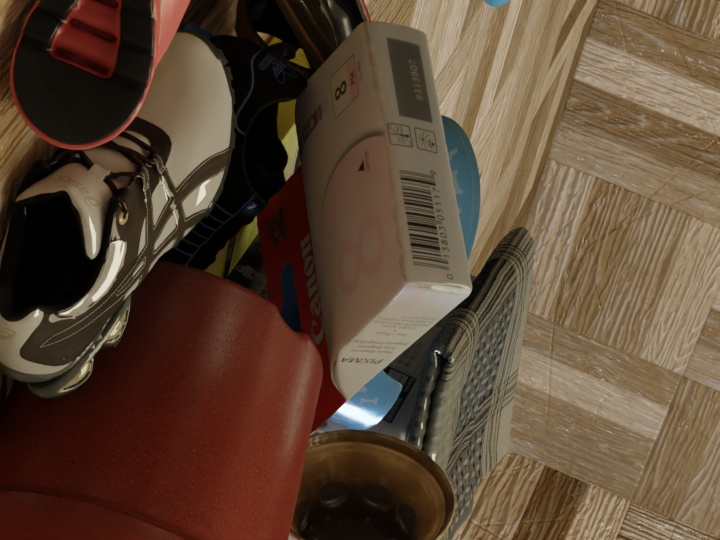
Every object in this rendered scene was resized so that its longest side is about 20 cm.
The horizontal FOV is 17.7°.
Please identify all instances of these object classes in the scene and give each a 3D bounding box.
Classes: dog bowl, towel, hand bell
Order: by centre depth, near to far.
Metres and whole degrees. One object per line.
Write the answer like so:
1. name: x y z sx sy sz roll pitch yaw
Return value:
1. hand bell: -0.009 0.200 1.321 0.104 0.104 0.201 -58 160 -51
2. dog bowl: 0.000 0.000 1.326 0.201 0.049 0.112 -64 -145 30
3. towel: 0.068 0.096 1.482 0.193 0.034 0.201 -51 154 -60

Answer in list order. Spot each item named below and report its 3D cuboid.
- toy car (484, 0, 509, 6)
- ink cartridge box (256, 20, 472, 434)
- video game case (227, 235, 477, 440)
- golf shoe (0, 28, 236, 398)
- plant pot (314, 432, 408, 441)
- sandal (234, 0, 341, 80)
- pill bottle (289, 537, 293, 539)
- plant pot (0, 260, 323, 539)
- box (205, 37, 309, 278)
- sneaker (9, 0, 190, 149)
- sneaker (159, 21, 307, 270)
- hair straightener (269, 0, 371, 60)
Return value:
1. toy car: 0.086 -0.267 1.556 0.175 0.149 0.201 -1 114 -82
2. ink cartridge box: -0.018 -0.015 1.266 0.200 0.057 0.163 -40 -130 44
3. video game case: -0.029 0.027 1.477 0.200 0.182 0.023 -56 168 -54
4. golf shoe: -0.117 -0.038 1.110 0.095 0.077 0.201 89 24 -70
5. plant pot: -0.040 0.067 1.574 0.134 0.200 0.201 19 94 -62
6. sandal: -0.040 -0.131 1.311 0.200 0.054 0.082 67 9 -52
7. pill bottle: -0.090 0.243 1.369 0.200 0.112 0.113 -74 -179 -57
8. plant pot: -0.114 0.114 1.187 0.201 0.200 0.196 98 9 -60
9. box: -0.064 -0.078 1.439 0.200 0.050 0.075 -58 167 -48
10. sneaker: -0.099 -0.151 1.018 0.201 0.073 0.087 -64 -174 3
11. sneaker: -0.087 -0.038 1.295 0.070 0.078 0.201 -56 166 -54
12. hair straightener: -0.026 -0.157 1.366 0.200 0.041 0.077 75 31 -51
